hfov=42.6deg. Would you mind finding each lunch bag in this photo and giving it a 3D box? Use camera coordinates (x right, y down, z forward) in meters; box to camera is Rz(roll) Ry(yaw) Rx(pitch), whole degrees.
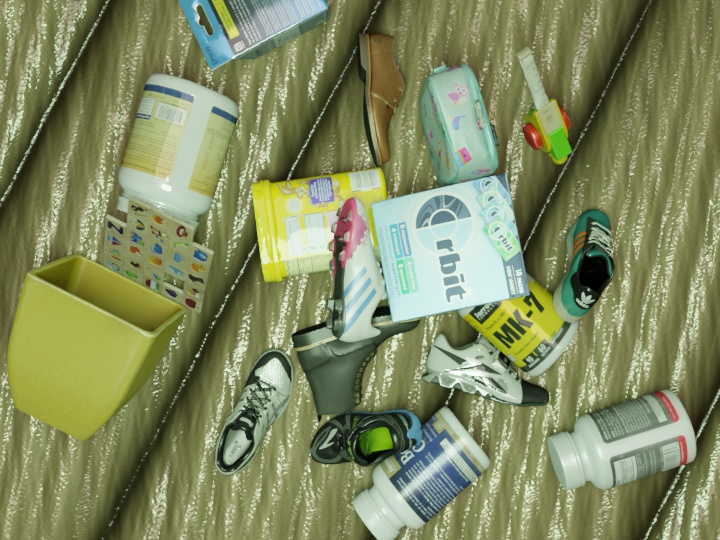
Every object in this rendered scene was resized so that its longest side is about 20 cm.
[{"bbox_3d":[0.137,-0.205,1.324,0.075,0.200,0.164,-14,88,-3],"label":"lunch bag"}]

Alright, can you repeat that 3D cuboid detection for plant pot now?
[{"bbox_3d":[-0.392,0.119,1.326,0.191,0.196,0.203,26,100,-1],"label":"plant pot"}]

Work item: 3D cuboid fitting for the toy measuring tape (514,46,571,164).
[{"bbox_3d":[0.263,-0.245,1.374,0.073,0.074,0.202,-31,120,-1],"label":"toy measuring tape"}]

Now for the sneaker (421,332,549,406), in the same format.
[{"bbox_3d":[0.196,0.147,1.386,0.196,0.074,0.090,16,91,-1],"label":"sneaker"}]

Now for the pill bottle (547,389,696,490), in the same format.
[{"bbox_3d":[0.384,0.258,1.371,0.196,0.111,0.113,-17,90,-1],"label":"pill bottle"}]

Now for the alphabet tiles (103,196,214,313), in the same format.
[{"bbox_3d":[-0.294,-0.025,1.332,0.165,0.201,0.008,26,54,0],"label":"alphabet tiles"}]

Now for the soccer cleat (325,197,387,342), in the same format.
[{"bbox_3d":[0.000,0.000,1.317,0.085,0.070,0.205,4,94,-23],"label":"soccer cleat"}]

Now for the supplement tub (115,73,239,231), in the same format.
[{"bbox_3d":[-0.269,-0.167,1.343,0.141,0.144,0.204,18,89,-1],"label":"supplement tub"}]

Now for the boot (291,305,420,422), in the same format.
[{"bbox_3d":[0.007,0.137,1.391,0.196,0.077,0.141,-14,96,10],"label":"boot"}]

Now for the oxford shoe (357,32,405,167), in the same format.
[{"bbox_3d":[0.036,-0.258,1.389,0.070,0.071,0.205,-3,89,-6],"label":"oxford shoe"}]

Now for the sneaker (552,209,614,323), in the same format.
[{"bbox_3d":[0.342,-0.019,1.349,0.071,0.080,0.202,29,55,-10],"label":"sneaker"}]

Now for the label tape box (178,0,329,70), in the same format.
[{"bbox_3d":[-0.163,-0.404,1.388,0.197,0.066,0.145,-27,90,2],"label":"label tape box"}]

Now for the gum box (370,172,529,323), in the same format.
[{"bbox_3d":[0.126,-0.030,1.300,0.195,0.045,0.174,-11,87,9],"label":"gum box"}]

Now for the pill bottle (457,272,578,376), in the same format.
[{"bbox_3d":[0.215,0.051,1.368,0.199,0.114,0.115,40,89,0],"label":"pill bottle"}]

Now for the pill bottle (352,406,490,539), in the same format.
[{"bbox_3d":[0.087,0.307,1.365,0.199,0.111,0.112,-41,91,-1],"label":"pill bottle"}]

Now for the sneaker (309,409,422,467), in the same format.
[{"bbox_3d":[-0.003,0.246,1.350,0.197,0.082,0.072,-17,89,37],"label":"sneaker"}]

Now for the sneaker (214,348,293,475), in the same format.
[{"bbox_3d":[-0.156,0.215,1.373,0.074,0.088,0.203,23,88,1],"label":"sneaker"}]

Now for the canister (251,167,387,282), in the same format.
[{"bbox_3d":[-0.055,-0.070,1.377,0.195,0.087,0.152,-8,90,-2],"label":"canister"}]
